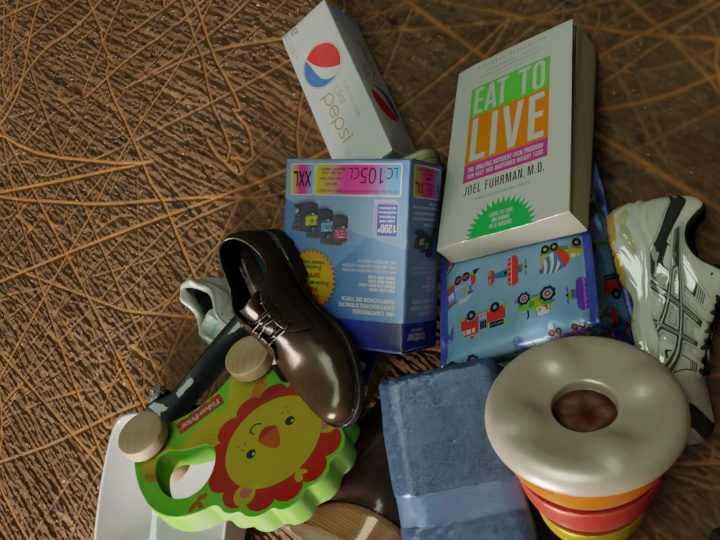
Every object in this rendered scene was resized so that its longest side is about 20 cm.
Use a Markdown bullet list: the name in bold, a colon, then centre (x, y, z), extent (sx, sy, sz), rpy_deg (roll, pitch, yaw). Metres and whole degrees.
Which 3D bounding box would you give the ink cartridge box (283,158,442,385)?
- **ink cartridge box**: centre (0.000, 0.000, 0.829), extent (0.135, 0.076, 0.202), rpy_deg (3, 94, 30)

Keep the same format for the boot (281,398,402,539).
- **boot**: centre (-0.015, 0.176, 0.835), extent (0.199, 0.072, 0.167), rpy_deg (22, 67, 43)

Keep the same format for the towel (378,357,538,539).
- **towel**: centre (0.082, 0.178, 0.739), extent (0.111, 0.049, 0.202), rpy_deg (-10, 85, 6)

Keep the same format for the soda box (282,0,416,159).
- **soda box**: centre (-0.011, -0.180, 0.946), extent (0.068, 0.063, 0.201), rpy_deg (-34, 64, 25)

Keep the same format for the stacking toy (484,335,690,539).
- **stacking toy**: centre (0.177, 0.165, 0.703), extent (0.145, 0.201, 0.147), rpy_deg (-8, 39, 6)

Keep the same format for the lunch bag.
- **lunch bag**: centre (0.146, -0.016, 0.804), extent (0.150, 0.094, 0.202), rpy_deg (-20, 62, 33)

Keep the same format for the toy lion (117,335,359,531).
- **toy lion**: centre (-0.104, 0.164, 0.816), extent (0.199, 0.069, 0.192), rpy_deg (-35, 41, -5)

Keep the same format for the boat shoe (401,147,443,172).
- **boat shoe**: centre (0.018, -0.038, 0.902), extent (0.200, 0.074, 0.067), rpy_deg (-45, 67, 27)

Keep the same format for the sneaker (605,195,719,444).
- **sneaker**: centre (0.260, 0.034, 0.717), extent (0.087, 0.076, 0.202), rpy_deg (-16, 78, 22)

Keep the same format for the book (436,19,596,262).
- **book**: centre (0.139, -0.112, 0.805), extent (0.133, 0.048, 0.202), rpy_deg (-15, 54, 37)

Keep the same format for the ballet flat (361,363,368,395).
- **ballet flat**: centre (-0.024, 0.136, 0.897), extent (0.063, 0.067, 0.202), rpy_deg (5, 84, 42)

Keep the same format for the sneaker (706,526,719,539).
- **sneaker**: centre (0.291, 0.298, 0.662), extent (0.091, 0.076, 0.201), rpy_deg (-42, 54, 32)

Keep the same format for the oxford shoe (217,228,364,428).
- **oxford shoe**: centre (-0.068, 0.052, 0.777), extent (0.073, 0.084, 0.201), rpy_deg (-44, 68, 24)

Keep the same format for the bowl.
- **bowl**: centre (-0.198, 0.261, 0.993), extent (0.198, 0.074, 0.202), rpy_deg (4, 85, 35)

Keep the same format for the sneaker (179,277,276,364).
- **sneaker**: centre (-0.130, 0.078, 0.975), extent (0.200, 0.080, 0.071), rpy_deg (42, 104, 30)

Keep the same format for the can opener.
- **can opener**: centre (-0.156, 0.105, 0.927), extent (0.201, 0.078, 0.063), rpy_deg (-54, 13, 9)
